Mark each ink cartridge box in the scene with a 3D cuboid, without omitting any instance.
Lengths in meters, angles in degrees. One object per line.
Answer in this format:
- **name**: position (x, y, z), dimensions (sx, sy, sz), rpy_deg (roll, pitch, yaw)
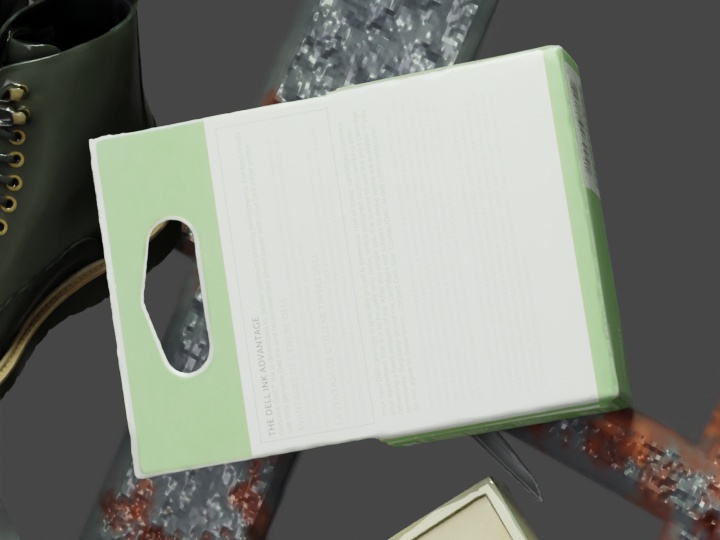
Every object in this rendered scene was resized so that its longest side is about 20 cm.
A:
- **ink cartridge box**: position (0.000, 0.000, 1.222), dimensions (0.199, 0.048, 0.147), rpy_deg (-11, 81, 11)

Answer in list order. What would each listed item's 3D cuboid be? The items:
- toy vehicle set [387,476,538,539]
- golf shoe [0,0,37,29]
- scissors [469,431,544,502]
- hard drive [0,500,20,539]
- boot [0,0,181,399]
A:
- **toy vehicle set**: position (0.004, 0.189, 1.220), dimensions (0.199, 0.027, 0.125), rpy_deg (-33, 70, 8)
- **golf shoe**: position (-0.200, -0.097, 1.340), dimensions (0.078, 0.095, 0.200), rpy_deg (44, 111, -3)
- **scissors**: position (0.008, 0.026, 1.269), dimensions (0.073, 0.014, 0.201), rpy_deg (-34, 71, 20)
- **hard drive**: position (-0.160, 0.154, 1.282), dimensions (0.027, 0.132, 0.201), rpy_deg (-32, 71, 11)
- **boot**: position (-0.161, -0.027, 1.238), dimensions (0.077, 0.200, 0.139), rpy_deg (28, 143, 27)
